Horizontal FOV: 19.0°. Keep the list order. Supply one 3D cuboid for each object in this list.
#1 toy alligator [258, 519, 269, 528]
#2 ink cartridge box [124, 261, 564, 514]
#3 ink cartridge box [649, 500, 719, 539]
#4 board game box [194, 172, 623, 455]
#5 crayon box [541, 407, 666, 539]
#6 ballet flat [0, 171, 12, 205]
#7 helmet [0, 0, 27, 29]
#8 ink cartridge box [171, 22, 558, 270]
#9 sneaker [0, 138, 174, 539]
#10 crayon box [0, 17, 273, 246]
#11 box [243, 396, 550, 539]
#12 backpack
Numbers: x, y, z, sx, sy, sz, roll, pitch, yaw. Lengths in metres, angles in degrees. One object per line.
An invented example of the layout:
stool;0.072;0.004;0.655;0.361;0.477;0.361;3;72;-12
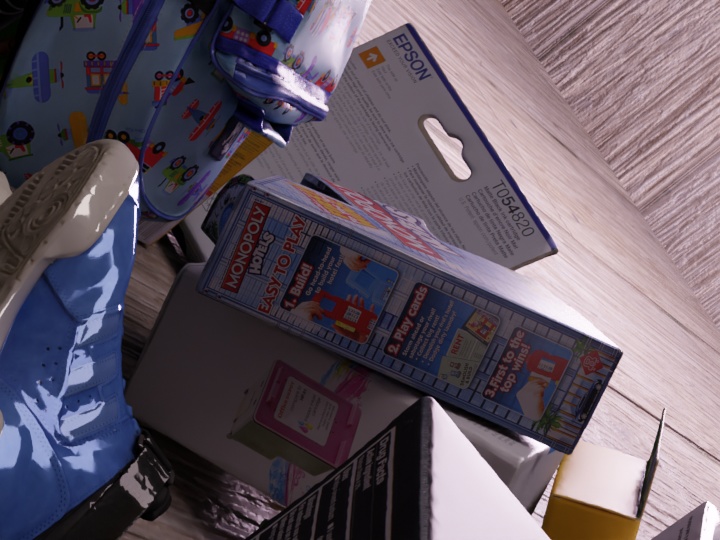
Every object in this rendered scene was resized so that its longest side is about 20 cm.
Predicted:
toy alligator;0.025;0.179;1.145;0.200;0.054;0.059;43;16;-31
ink cartridge box;-0.005;0.076;1.106;0.199;0.085;0.144;30;9;13
ink cartridge box;0.136;0.236;1.060;0.145;0.200;0.084;51;17;-1
board game box;0.000;0.000;1.081;0.199;0.062;0.200;22;10;-27
crayon box;0.115;0.176;1.170;0.051;0.201;0.126;16;11;7
ballet flat;-0.188;-0.033;0.959;0.067;0.070;0.201;27;28;-58
helmet;-0.217;-0.199;1.025;0.191;0.200;0.200;42;16;-29
ink cartridge box;-0.012;-0.039;1.312;0.200;0.199;0.041;60;-17;28
sneaker;-0.117;0.047;0.866;0.111;0.076;0.201;48;41;-28
crayon box;-0.139;-0.099;1.184;0.200;0.119;0.058;32;23;-55
box;-0.016;0.177;0.716;0.123;0.198;0.200;48;15;-14
backpack;-0.083;-0.110;1.015;0.134;0.201;0.183;26;-3;10
